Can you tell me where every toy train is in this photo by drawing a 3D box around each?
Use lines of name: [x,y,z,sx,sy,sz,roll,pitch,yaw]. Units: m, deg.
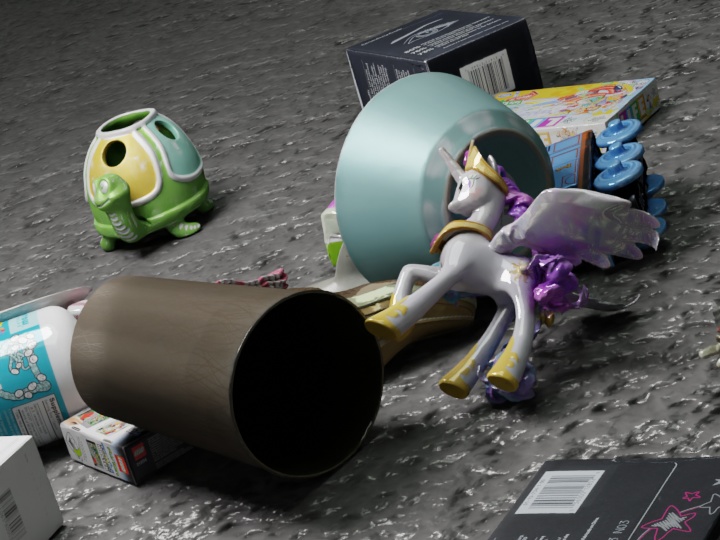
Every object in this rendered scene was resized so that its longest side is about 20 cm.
toy train: [0.211,-0.066,1.584,0.113,0.087,0.200,-21,20,17]

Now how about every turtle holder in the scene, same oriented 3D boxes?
turtle holder: [-0.256,-0.099,1.979,0.140,0.133,0.185,2,26,41]

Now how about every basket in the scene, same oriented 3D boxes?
basket: [-0.113,0.071,1.333,0.198,0.138,0.180,8,-2,36]

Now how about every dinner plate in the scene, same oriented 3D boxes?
dinner plate: [-0.336,0.060,1.611,0.198,0.025,0.200,-22,-1,0]

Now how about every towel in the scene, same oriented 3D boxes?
towel: [-0.164,0.024,1.620,0.145,0.030,0.200,-9,-2,20]

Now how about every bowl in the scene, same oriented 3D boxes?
bowl: [0.088,-0.066,1.495,0.200,0.203,0.105,-27,20,-28]

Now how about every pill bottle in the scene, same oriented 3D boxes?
pill bottle: [-0.295,0.099,1.506,0.198,0.112,0.111,-20,19,-8]

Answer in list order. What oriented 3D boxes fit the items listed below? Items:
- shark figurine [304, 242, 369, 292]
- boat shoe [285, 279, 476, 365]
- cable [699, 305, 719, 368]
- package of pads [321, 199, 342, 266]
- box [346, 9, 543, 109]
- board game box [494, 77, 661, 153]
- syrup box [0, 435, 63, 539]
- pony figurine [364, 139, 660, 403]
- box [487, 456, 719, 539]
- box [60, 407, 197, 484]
shark figurine: [0.020,-0.004,1.564,0.213,0.090,0.128,-24,22,-13]
boat shoe: [0.004,0.056,1.454,0.197,0.077,0.072,-6,-25,-12]
cable: [0.341,0.035,1.293,0.198,0.051,0.097,-9,0,-15]
package of pads: [0.076,-0.072,1.727,0.198,0.069,0.155,-7,22,25]
box: [0.098,-0.233,2.087,0.147,0.105,0.200,-25,20,-21]
board game box: [0.208,-0.161,1.908,0.198,0.035,0.134,-2,25,36]
syrup box: [-0.336,0.182,1.362,0.198,0.080,0.081,-5,23,29]
pony figurine: [0.118,0.003,1.356,0.191,0.167,0.201,23,60,9]
box: [0.125,0.193,0.900,0.131,0.116,0.200,-6,21,32]
box: [-0.140,0.106,1.472,0.199,0.035,0.110,-29,23,-31]
